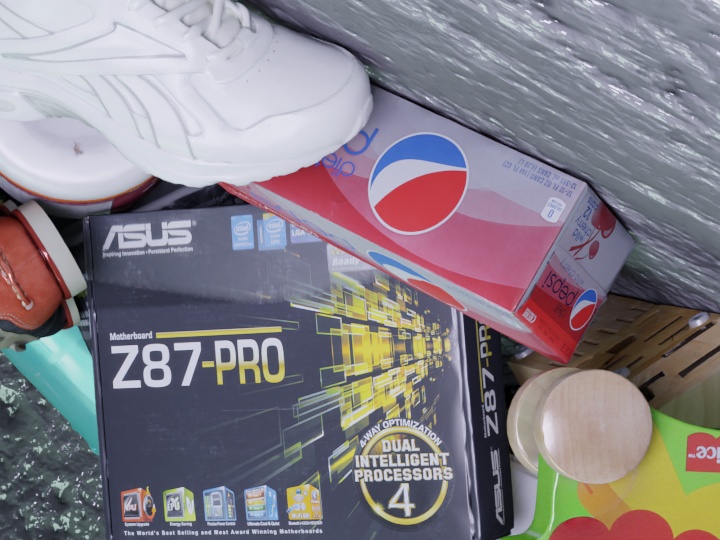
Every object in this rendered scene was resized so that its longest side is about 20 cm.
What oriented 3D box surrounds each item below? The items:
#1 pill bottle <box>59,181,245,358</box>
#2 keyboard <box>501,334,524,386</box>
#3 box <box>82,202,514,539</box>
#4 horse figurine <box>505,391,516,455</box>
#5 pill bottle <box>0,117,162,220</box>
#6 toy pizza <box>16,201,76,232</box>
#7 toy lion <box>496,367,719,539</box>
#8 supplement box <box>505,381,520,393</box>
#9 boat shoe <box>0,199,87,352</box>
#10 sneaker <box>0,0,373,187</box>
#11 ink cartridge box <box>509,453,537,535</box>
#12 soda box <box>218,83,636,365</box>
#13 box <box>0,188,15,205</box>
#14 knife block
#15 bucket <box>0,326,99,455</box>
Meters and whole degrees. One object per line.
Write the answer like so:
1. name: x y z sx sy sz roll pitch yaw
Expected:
1. pill bottle: -0.077 0.056 1.316 0.201 0.106 0.106 67 167 -9
2. keyboard: 0.082 0.044 1.348 0.056 0.011 0.199 36 153 -27
3. box: -0.030 0.047 1.190 0.199 0.163 0.049 -2 -179 27
4. horse figurine: 0.085 0.100 1.371 0.132 0.050 0.200 18 166 43
5. pill bottle: -0.136 -0.081 1.231 0.109 0.110 0.200 31 174 -4
6. toy pizza: -0.158 -0.015 1.455 0.200 0.032 0.200 40 -165 -13
7. toy lion: 0.132 0.138 1.044 0.198 0.193 0.069 2 179 -11
8. supplement box: 0.184 0.100 1.377 0.199 0.061 0.109 25 170 38
9. boat shoe: -0.174 0.009 1.231 0.071 0.062 0.200 56 170 -3
10. sneaker: -0.090 -0.100 1.028 0.199 0.078 0.100 13 133 7
11. ink cartridge box: 0.040 0.171 1.285 0.085 0.147 0.200 25 168 0
12. soda box: 0.014 -0.035 1.090 0.199 0.064 0.070 27 173 32
13. box: -0.270 -0.046 1.264 0.158 0.046 0.200 18 -179 7
14. knife block: 0.150 0.102 1.215 0.176 0.064 0.200 59 167 -12
15. bucket: -0.140 0.023 1.711 0.135 0.207 0.207 42 172 -13
